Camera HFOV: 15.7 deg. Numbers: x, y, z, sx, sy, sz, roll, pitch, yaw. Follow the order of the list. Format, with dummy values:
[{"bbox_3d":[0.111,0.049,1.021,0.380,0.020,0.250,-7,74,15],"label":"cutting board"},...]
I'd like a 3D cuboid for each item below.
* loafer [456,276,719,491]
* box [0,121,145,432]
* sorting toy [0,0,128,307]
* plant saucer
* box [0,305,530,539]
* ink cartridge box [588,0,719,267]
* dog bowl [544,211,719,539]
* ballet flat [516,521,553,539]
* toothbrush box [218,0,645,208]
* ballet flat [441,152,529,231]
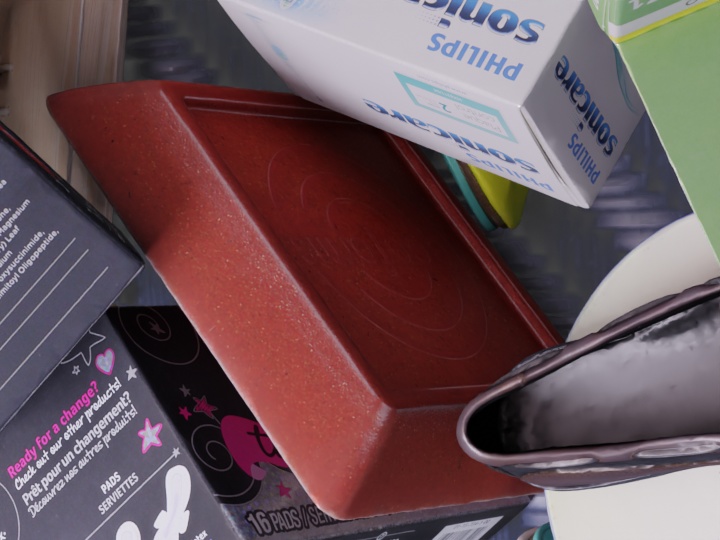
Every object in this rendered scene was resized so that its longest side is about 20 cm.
[{"bbox_3d":[0.125,0.036,0.893,0.199,0.063,0.072,-20,80,28],"label":"loafer"},{"bbox_3d":[-0.184,-0.030,0.981,0.182,0.200,0.104,41,88,-9],"label":"box"},{"bbox_3d":[-0.190,-0.081,1.141,0.107,0.180,0.201,8,95,39],"label":"sorting toy"},{"bbox_3d":[0.000,0.000,1.000,0.037,0.199,0.200,-46,66,25],"label":"plant saucer"},{"bbox_3d":[-0.051,0.091,1.037,0.132,0.200,0.115,-45,68,26],"label":"box"},{"bbox_3d":[0.148,-0.110,0.871,0.145,0.048,0.201,-23,71,-3],"label":"ink cartridge box"},{"bbox_3d":[0.169,0.070,0.957,0.199,0.079,0.201,1,92,35],"label":"dog bowl"},{"bbox_3d":[0.090,0.186,0.994,0.069,0.069,0.200,-46,36,27],"label":"ballet flat"},{"bbox_3d":[0.062,-0.144,0.977,0.146,0.085,0.200,24,77,32],"label":"toothbrush box"},{"bbox_3d":[0.034,-0.114,1.062,0.067,0.067,0.201,-31,71,9],"label":"ballet flat"}]
